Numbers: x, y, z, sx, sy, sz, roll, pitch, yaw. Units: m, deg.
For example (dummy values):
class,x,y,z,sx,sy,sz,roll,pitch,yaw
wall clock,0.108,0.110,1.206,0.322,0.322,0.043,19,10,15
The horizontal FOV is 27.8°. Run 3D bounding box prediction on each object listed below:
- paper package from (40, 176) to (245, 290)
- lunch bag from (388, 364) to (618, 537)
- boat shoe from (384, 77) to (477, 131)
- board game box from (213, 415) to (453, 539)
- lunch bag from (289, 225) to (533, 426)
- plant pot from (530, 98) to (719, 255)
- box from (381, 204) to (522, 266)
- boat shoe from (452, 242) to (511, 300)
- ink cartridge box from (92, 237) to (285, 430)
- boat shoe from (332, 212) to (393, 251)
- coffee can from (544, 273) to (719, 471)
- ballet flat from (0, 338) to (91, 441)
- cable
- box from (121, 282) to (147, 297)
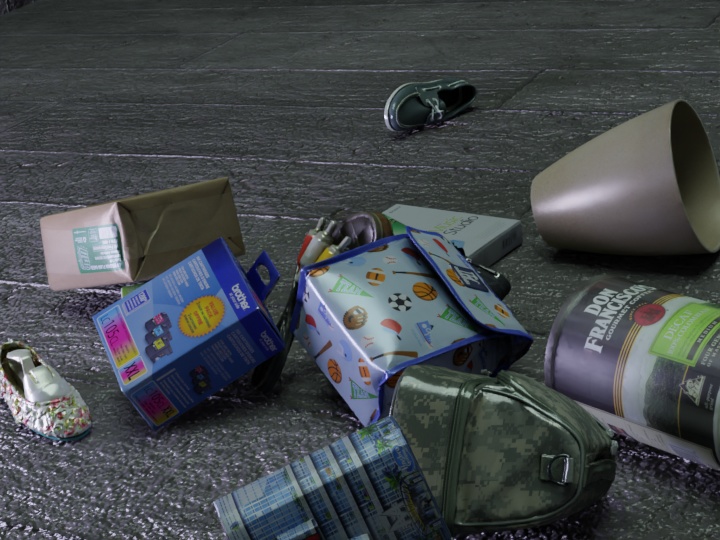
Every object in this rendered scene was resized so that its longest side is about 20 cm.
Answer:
class,x,y,z,sx,sy,sz,roll,pitch,yaw
paper package,-0.278,-0.044,1.847,0.191,0.104,0.200,-17,8,-41
lunch bag,0.121,0.154,1.218,0.168,0.139,0.200,9,-3,17
boat shoe,0.116,-0.275,2.384,0.062,0.073,0.200,6,21,40
board game box,-0.022,0.242,1.096,0.200,0.200,0.062,-27,24,-6
lunch bag,0.057,0.050,1.507,0.200,0.124,0.170,-18,54,-29
plant pot,0.317,-0.094,1.778,0.200,0.187,0.187,-12,18,30
box,0.087,-0.036,1.872,0.200,0.036,0.144,8,27,36
boat shoe,0.102,-0.004,1.730,0.066,0.070,0.200,-32,33,-22
ink cartridge box,-0.171,0.057,1.561,0.200,0.076,0.136,-31,44,-3
boat shoe,0.000,0.000,1.633,0.068,0.200,0.072,-2,58,-27
coffee can,0.292,0.095,1.341,0.146,0.146,0.200,-26,28,-36
ballet flat,-0.359,0.128,1.602,0.076,0.064,0.200,-21,26,-30
cable,-0.077,0.032,1.586,0.200,0.050,0.097,-56,30,3
box,-0.209,0.057,1.737,0.144,0.036,0.200,-11,24,-6
